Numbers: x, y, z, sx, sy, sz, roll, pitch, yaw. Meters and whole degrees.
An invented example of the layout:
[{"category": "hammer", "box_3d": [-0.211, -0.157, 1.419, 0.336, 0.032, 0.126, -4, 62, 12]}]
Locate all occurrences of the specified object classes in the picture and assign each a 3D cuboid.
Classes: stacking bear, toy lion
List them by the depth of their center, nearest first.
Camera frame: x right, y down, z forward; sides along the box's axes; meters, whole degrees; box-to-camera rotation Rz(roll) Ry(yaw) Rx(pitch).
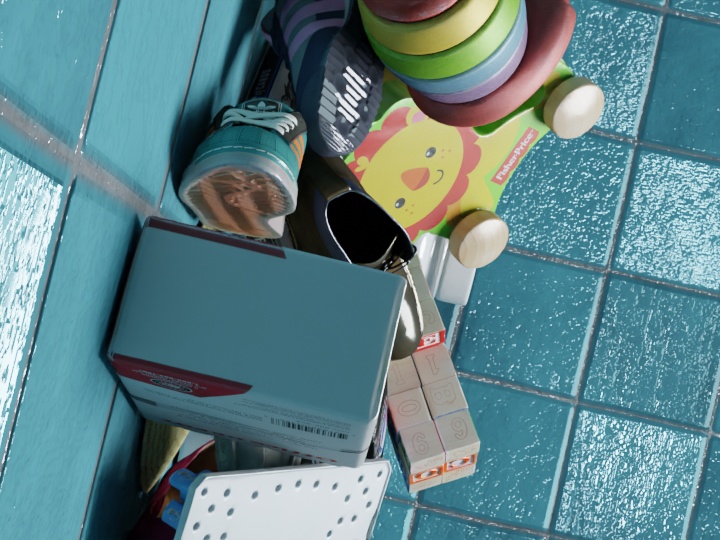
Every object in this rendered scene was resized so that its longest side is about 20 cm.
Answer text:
[{"category": "stacking bear", "box_3d": [0.046, -0.186, 1.111, 0.114, 0.121, 0.200, -68, 151, -15]}, {"category": "toy lion", "box_3d": [0.060, -0.092, 1.276, 0.191, 0.069, 0.200, 21, 110, -48]}]

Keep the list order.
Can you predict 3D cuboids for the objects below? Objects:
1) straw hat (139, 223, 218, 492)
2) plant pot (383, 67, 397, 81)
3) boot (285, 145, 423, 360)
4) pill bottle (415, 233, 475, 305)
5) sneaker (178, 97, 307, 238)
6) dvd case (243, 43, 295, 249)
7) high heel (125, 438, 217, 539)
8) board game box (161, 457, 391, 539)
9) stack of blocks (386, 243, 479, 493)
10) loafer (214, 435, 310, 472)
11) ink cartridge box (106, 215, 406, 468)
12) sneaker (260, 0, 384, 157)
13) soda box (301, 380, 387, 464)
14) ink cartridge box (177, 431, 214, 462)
[{"category": "straw hat", "box_3d": [-0.084, 0.063, 1.184, 0.201, 0.085, 0.202, 13, 90, -89]}, {"category": "plant pot", "box_3d": [0.037, -0.247, 1.344, 0.200, 0.194, 0.196, 66, 36, -69]}, {"category": "boot", "box_3d": [0.000, 0.000, 1.181, 0.200, 0.075, 0.097, 59, -6, -30]}, {"category": "pill bottle", "box_3d": [0.009, -0.036, 1.569, 0.113, 0.199, 0.113, 13, 90, -88]}, {"category": "sneaker", "box_3d": [-0.069, -0.073, 1.056, 0.200, 0.071, 0.080, 127, -28, -82]}, {"category": "dvd case", "box_3d": [-0.049, -0.067, 1.278, 0.200, 0.025, 0.151, -74, 148, -53]}, {"category": "high heel", "box_3d": [-0.113, 0.158, 1.172, 0.096, 0.067, 0.200, -63, -169, -8]}, {"category": "board game box", "box_3d": [-0.072, 0.211, 1.078, 0.200, 0.026, 0.200, 4, 106, -55]}, {"category": "stack of blocks", "box_3d": [0.035, 0.063, 1.378, 0.115, 0.058, 0.200, 86, -13, -68]}, {"category": "loafer", "box_3d": [-0.054, 0.157, 1.148, 0.070, 0.070, 0.200, -92, 179, -48]}, {"category": "ink cartridge box", "box_3d": [-0.056, 0.047, 0.987, 0.200, 0.144, 0.084, 100, 3, -76]}, {"category": "sneaker", "box_3d": [-0.031, -0.150, 1.175, 0.070, 0.082, 0.200, 53, 34, -41]}, {"category": "soda box", "box_3d": [-0.017, 0.118, 1.304, 0.200, 0.071, 0.064, 90, 9, -71]}, {"category": "ink cartridge box", "box_3d": [-0.085, 0.088, 1.377, 0.147, 0.083, 0.201, -70, 172, -74]}]
